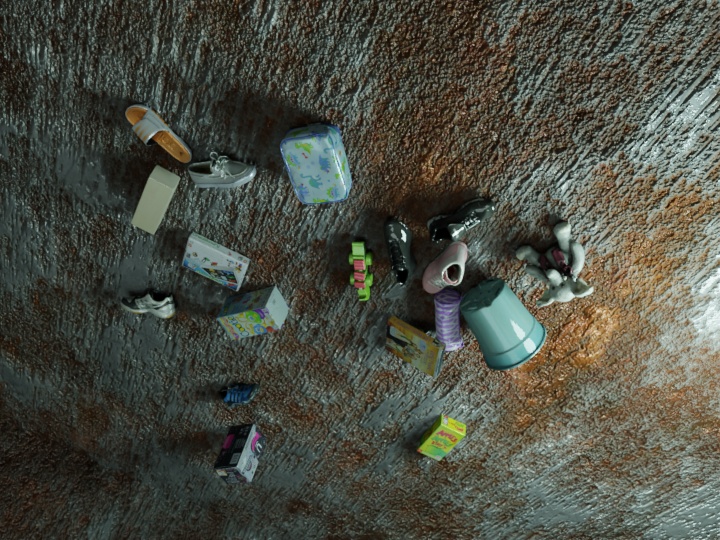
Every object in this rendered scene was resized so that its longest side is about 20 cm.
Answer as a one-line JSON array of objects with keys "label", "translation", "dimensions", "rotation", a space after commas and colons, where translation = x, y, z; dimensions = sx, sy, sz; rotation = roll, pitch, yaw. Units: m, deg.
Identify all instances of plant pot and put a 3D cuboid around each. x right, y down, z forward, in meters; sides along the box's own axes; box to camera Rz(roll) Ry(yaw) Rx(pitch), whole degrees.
[{"label": "plant pot", "translation": [0.392, 0.141, 1.589], "dimensions": [0.198, 0.201, 0.197], "rotation": [-26, 110, 31]}]

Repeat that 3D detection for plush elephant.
[{"label": "plush elephant", "translation": [0.515, 0.011, 1.462], "dimensions": [0.163, 0.156, 0.200], "rotation": [-28, 116, 31]}]

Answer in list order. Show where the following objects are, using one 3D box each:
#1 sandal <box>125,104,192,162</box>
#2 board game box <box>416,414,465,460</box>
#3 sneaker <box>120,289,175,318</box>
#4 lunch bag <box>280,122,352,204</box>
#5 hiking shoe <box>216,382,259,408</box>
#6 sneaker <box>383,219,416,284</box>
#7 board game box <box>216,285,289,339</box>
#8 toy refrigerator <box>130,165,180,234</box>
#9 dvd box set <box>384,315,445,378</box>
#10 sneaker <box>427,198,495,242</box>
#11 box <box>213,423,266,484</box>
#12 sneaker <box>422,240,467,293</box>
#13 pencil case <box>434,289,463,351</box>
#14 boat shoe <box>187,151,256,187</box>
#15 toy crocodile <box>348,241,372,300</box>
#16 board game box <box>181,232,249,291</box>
[{"label": "sandal", "translation": [-0.550, -0.363, 1.516], "dimensions": [0.206, 0.060, 0.079], "rotation": [40, 127, -17]}, {"label": "board game box", "translation": [0.298, 0.623, 2.080], "dimensions": [0.100, 0.048, 0.201], "rotation": [25, 130, -5]}, {"label": "sneaker", "translation": [-0.735, 0.101, 1.941], "dimensions": [0.196, 0.076, 0.089], "rotation": [8, 114, 5]}, {"label": "lunch bag", "translation": [-0.115, -0.275, 1.454], "dimensions": [0.158, 0.083, 0.202], "rotation": [-5, 126, 18]}, {"label": "hiking shoe", "translation": [-0.470, 0.473, 2.150], "dimensions": [0.199, 0.075, 0.087], "rotation": [-30, 116, 32]}, {"label": "sneaker", "translation": [0.110, -0.049, 1.569], "dimensions": [0.075, 0.091, 0.202], "rotation": [-8, 124, 23]}, {"label": "board game box", "translation": [-0.350, 0.141, 1.834], "dimensions": [0.197, 0.106, 0.104], "rotation": [-13, 124, 25]}, {"label": "toy refrigerator", "translation": [-0.605, -0.207, 1.652], "dimensions": [0.075, 0.071, 0.200], "rotation": [27, 131, -16]}, {"label": "dvd box set", "translation": [0.169, 0.243, 1.770], "dimensions": [0.198, 0.029, 0.148], "rotation": [28, 139, 23]}, {"label": "sneaker", "translation": [0.263, -0.122, 1.468], "dimensions": [0.198, 0.091, 0.067], "rotation": [-21, 122, 28]}, {"label": "box", "translation": [-0.489, 0.752, 2.296], "dimensions": [0.130, 0.202, 0.116], "rotation": [-14, 125, 25]}, {"label": "sneaker", "translation": [0.232, 0.016, 1.579], "dimensions": [0.074, 0.105, 0.201], "rotation": [26, 131, -9]}, {"label": "pencil case", "translation": [0.268, 0.153, 1.689], "dimensions": [0.084, 0.084, 0.202], "rotation": [7, 130, 23]}, {"label": "boat shoe", "translation": [-0.385, -0.281, 1.525], "dimensions": [0.198, 0.076, 0.087], "rotation": [1, 146, 22]}, {"label": "toy crocodile", "translation": [0.000, 0.000, 1.655], "dimensions": [0.066, 0.062, 0.203], "rotation": [6, 128, 10]}, {"label": "board game box", "translation": [-0.460, -0.026, 1.777], "dimensions": [0.198, 0.035, 0.127], "rotation": [26, 129, -6]}]
